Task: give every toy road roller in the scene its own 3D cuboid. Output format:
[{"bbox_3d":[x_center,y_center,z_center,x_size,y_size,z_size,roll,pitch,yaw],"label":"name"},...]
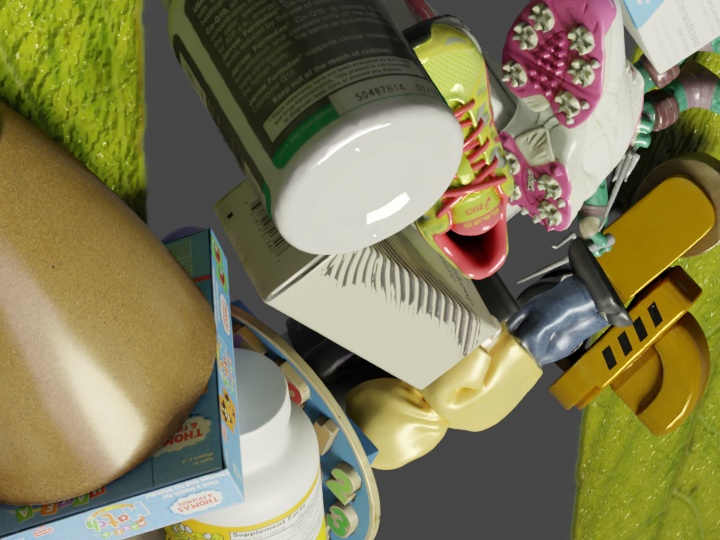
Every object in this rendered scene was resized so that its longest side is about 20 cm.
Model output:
[{"bbox_3d":[0.214,0.025,1.845,0.200,0.146,0.123,-44,176,13],"label":"toy road roller"}]

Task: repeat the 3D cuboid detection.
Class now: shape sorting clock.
[{"bbox_3d":[-0.062,0.107,1.697,0.039,0.200,0.201,-35,155,-33],"label":"shape sorting clock"}]

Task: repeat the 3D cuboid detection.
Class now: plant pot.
[{"bbox_3d":[-0.203,0.000,1.460,0.186,0.187,0.201,-30,134,-3],"label":"plant pot"}]

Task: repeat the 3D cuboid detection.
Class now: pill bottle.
[{"bbox_3d":[-0.075,0.143,1.618,0.104,0.104,0.201,-21,138,-17],"label":"pill bottle"},{"bbox_3d":[-0.036,-0.117,1.395,0.112,0.201,0.113,-22,149,-14],"label":"pill bottle"}]

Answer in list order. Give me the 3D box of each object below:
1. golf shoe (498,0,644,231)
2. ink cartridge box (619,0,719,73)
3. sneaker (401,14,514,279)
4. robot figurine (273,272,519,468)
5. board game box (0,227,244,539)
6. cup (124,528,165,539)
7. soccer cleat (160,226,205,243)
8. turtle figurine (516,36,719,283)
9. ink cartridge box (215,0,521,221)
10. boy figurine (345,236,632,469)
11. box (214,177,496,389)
[{"bbox_3d":[0.133,-0.114,1.547,0.091,0.075,0.201,-37,156,-28],"label":"golf shoe"},{"bbox_3d":[0.215,-0.241,1.514,0.199,0.126,0.129,-33,149,4],"label":"ink cartridge box"},{"bbox_3d":[0.055,-0.068,1.493,0.078,0.091,0.200,-27,146,-4],"label":"sneaker"},{"bbox_3d":[0.014,0.061,1.774,0.199,0.125,0.151,-33,126,3],"label":"robot figurine"},{"bbox_3d":[-0.148,0.075,1.535,0.150,0.201,0.037,-17,132,10],"label":"board game box"},{"bbox_3d":[-0.166,0.194,1.762,0.199,0.200,0.144,0,114,-41],"label":"cup"},{"bbox_3d":[-0.158,0.049,1.653,0.076,0.067,0.200,-9,148,-51],"label":"soccer cleat"},{"bbox_3d":[0.164,-0.087,1.716,0.200,0.101,0.150,-40,167,-16],"label":"turtle figurine"},{"bbox_3d":[0.025,-0.081,1.615,0.145,0.085,0.200,-39,150,13],"label":"ink cartridge box"},{"bbox_3d":[0.081,0.062,1.677,0.199,0.065,0.124,-33,159,10],"label":"boy figurine"},{"bbox_3d":[0.000,0.000,1.551,0.068,0.082,0.200,-37,150,14],"label":"box"}]
